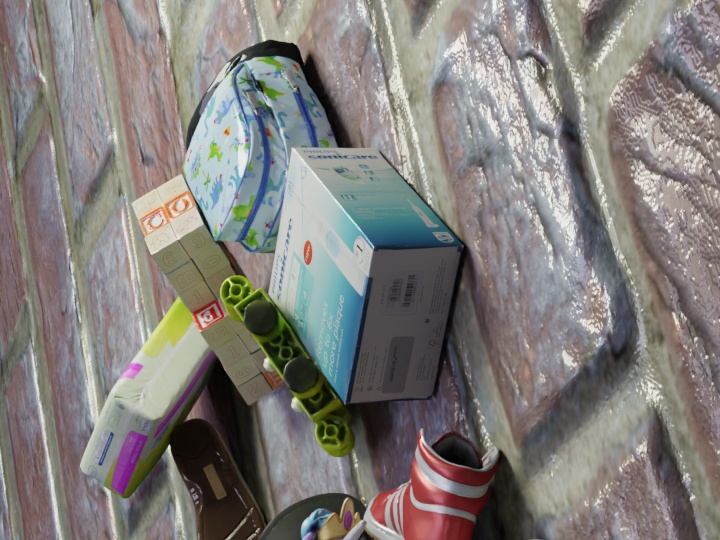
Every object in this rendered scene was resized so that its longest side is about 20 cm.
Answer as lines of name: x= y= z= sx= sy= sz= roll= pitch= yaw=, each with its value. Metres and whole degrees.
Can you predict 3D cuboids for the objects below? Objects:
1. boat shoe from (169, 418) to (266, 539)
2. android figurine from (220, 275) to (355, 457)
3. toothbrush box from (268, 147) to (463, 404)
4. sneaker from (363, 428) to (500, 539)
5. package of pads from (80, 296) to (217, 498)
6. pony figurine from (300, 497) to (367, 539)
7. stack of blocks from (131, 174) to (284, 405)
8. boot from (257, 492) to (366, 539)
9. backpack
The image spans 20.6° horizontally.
boat shoe: x=-0.135 y=0.252 z=2.037 sx=0.075 sy=0.074 sz=0.204 roll=64 pitch=-173 yaw=-67
android figurine: x=-0.061 y=0.085 z=1.759 sx=0.183 sy=0.041 sz=0.200 roll=54 pitch=176 yaw=11
toothbrush box: x=0.000 y=0.000 z=1.679 sx=0.200 sy=0.085 sz=0.148 roll=-126 pitch=42 yaw=-55
sneaker: x=0.057 y=0.175 z=1.577 sx=0.200 sy=0.071 sz=0.113 roll=-152 pitch=76 yaw=-76
package of pads: x=-0.208 y=0.124 z=2.061 sx=0.200 sy=0.068 sz=0.155 roll=-57 pitch=-5 yaw=-44
pony figurine: x=-0.038 y=0.293 z=1.616 sx=0.193 sy=0.165 sz=0.202 roll=-20 pitch=72 yaw=59
stack of blocks: x=-0.139 y=0.020 z=1.896 sx=0.201 sy=0.058 sz=0.115 roll=61 pitch=180 yaw=-41
boot: x=-0.063 y=0.304 z=1.813 sx=0.069 sy=0.200 sz=0.175 roll=43 pitch=166 yaw=29
backpack: x=-0.089 y=-0.098 z=1.834 sx=0.200 sy=0.153 sz=0.164 roll=54 pitch=125 yaw=32
